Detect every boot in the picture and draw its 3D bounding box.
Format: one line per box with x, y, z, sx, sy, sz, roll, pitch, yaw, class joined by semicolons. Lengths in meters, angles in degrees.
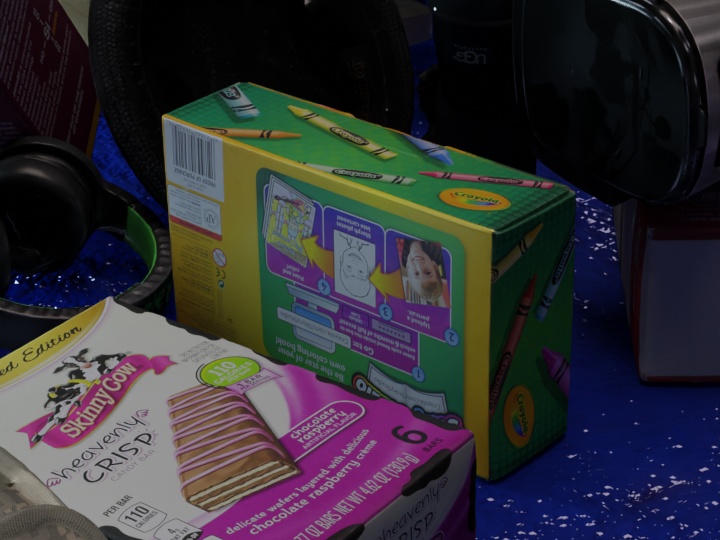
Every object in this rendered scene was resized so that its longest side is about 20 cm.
0.071;-0.116;1.021;0.076;0.169;0.201;11;37;9;boot

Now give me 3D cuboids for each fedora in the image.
-0.069;-0.104;1.022;0.199;0.202;0.091;-17;7;-29;fedora

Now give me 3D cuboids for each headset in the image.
-0.187;-0.011;0.972;0.199;0.094;0.123;30;39;22;headset

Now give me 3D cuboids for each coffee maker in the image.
0.172;-0.111;0.906;0.199;0.136;0.192;-16;6;-24;coffee maker

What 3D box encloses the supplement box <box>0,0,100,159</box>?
-0.220;-0.117;0.997;0.109;0.200;0.086;0;64;14;supplement box

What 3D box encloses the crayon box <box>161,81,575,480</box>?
0.000;0.000;0.861;0.199;0.120;0.058;21;34;37;crayon box

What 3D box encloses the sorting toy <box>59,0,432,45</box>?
-0.091;-0.135;1.186;0.198;0.070;0.200;-18;32;-29;sorting toy

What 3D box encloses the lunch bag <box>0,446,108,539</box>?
-0.159;0.136;0.609;0.199;0.118;0.163;29;39;36;lunch bag

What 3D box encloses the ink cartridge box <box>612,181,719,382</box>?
0.202;-0.029;0.948;0.145;0.083;0.200;-1;27;3;ink cartridge box

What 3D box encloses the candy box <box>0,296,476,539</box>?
-0.072;0.086;0.759;0.199;0.061;0.136;17;33;33;candy box
